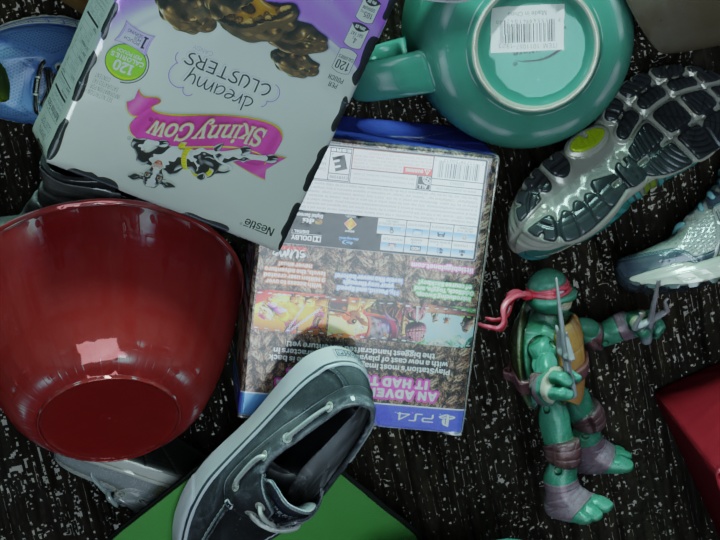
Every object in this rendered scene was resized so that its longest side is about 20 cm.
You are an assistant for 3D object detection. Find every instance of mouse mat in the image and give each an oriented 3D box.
[{"bbox_3d":[-0.066,0.194,1.544,0.161,0.008,0.200,-38,129,10],"label":"mouse mat"}]

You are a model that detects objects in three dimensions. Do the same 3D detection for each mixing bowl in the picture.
[{"bbox_3d":[-0.171,0.057,1.450,0.199,0.109,0.201,-6,143,-4],"label":"mixing bowl"}]

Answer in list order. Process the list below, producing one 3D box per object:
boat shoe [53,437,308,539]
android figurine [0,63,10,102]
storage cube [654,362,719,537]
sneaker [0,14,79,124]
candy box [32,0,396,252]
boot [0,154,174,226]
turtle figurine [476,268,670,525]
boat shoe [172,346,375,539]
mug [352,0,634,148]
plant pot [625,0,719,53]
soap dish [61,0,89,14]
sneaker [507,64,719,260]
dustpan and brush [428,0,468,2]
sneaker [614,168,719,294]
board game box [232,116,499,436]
[{"bbox_3d":[-0.131,0.161,1.550,0.201,0.074,0.065,22,105,-21],"label":"boat shoe"},{"bbox_3d":[-0.336,-0.132,1.448,0.199,0.041,0.183,-15,92,14],"label":"android figurine"},{"bbox_3d":[0.334,0.150,1.542,0.170,0.180,0.201,-27,106,1],"label":"storage cube"},{"bbox_3d":[-0.174,-0.125,1.463,0.199,0.089,0.079,4,103,-5],"label":"sneaker"},{"bbox_3d":[-0.089,-0.136,1.363,0.167,0.072,0.201,21,102,-22],"label":"candy box"},{"bbox_3d":[-0.218,-0.038,1.460,0.199,0.070,0.132,1,144,-16],"label":"boot"},{"bbox_3d":[0.152,0.069,1.529,0.149,0.100,0.201,-34,127,-40],"label":"turtle figurine"},{"bbox_3d":[-0.056,0.144,1.459,0.072,0.068,0.200,27,114,-34],"label":"boat shoe"},{"bbox_3d":[0.098,-0.148,1.474,0.152,0.114,0.185,40,97,-14],"label":"mug"},{"bbox_3d":[0.255,-0.231,1.445,0.173,0.200,0.201,-25,106,17],"label":"plant pot"},{"bbox_3d":[-0.142,-0.256,1.416,0.157,0.081,0.201,32,101,9],"label":"soap dish"},{"bbox_3d":[0.181,-0.076,1.526,0.199,0.080,0.078,-33,77,-14],"label":"sneaker"},{"bbox_3d":[-0.014,-0.200,1.442,0.199,0.057,0.141,9,103,13],"label":"dustpan and brush"},{"bbox_3d":[0.270,-0.042,1.552,0.199,0.078,0.087,-20,88,-4],"label":"sneaker"},{"bbox_3d":[0.000,0.000,1.509,0.158,0.097,0.201,6,104,-7],"label":"board game box"}]
